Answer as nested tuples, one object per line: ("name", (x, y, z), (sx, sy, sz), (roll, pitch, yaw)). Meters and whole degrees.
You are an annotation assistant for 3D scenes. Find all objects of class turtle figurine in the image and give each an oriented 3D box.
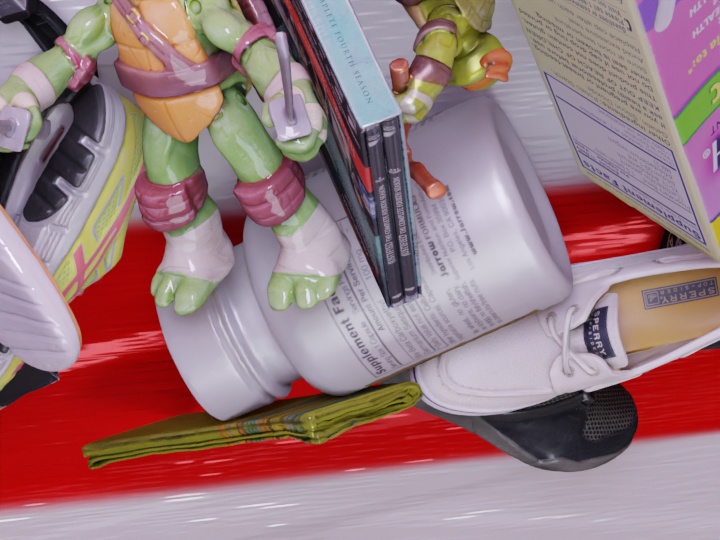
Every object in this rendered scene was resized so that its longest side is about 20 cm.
("turtle figurine", (-0.086, -0.050, 0.932), (0.143, 0.200, 0.195), (-23, 127, 0))
("turtle figurine", (0.025, -0.132, 0.923), (0.064, 0.201, 0.162), (-21, 118, 23))

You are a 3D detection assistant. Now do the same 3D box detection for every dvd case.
("dvd case", (-0.013, -0.082, 0.941), (0.022, 0.147, 0.200), (-22, 158, -6))

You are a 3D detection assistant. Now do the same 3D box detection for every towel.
("towel", (-0.062, 0.086, 1.168), (0.086, 0.018, 0.199), (-13, -179, -44))

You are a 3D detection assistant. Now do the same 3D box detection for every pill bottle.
("pill bottle", (0.000, 0.000, 1.106), (0.199, 0.115, 0.114), (-24, 140, 13))

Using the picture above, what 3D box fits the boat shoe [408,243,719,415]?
("boat shoe", (0.122, 0.031, 1.130), (0.198, 0.071, 0.070), (-13, -177, 0))

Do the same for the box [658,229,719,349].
("box", (0.256, -0.040, 1.191), (0.160, 0.049, 0.201), (-6, 138, -13))

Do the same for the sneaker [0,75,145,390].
("sneaker", (-0.159, -0.003, 1.054), (0.200, 0.078, 0.090), (-54, 154, 14))

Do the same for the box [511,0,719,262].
("box", (0.166, -0.138, 0.951), (0.176, 0.097, 0.200), (-44, 142, -12))

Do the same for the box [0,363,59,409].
("box", (-0.293, 0.037, 1.111), (0.198, 0.050, 0.200), (-28, 140, 12))

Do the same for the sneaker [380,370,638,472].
("sneaker", (0.110, 0.051, 1.231), (0.199, 0.077, 0.114), (27, 132, -33))

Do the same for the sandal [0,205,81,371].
("sandal", (-0.183, -0.049, 0.985), (0.059, 0.207, 0.079), (-39, -173, -36))

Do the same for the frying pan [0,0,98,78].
("frying pan", (-0.182, -0.135, 0.956), (0.114, 0.031, 0.191), (-1, 144, -2))
